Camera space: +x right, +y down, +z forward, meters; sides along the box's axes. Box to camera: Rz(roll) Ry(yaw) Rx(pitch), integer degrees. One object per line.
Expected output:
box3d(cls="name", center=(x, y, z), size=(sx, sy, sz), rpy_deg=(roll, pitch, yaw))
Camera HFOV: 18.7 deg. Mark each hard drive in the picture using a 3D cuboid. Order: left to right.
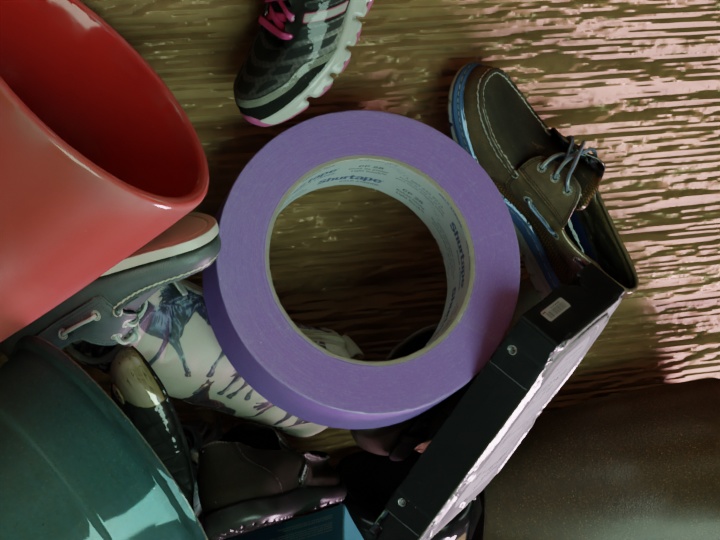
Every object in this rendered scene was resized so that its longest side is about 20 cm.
box3d(cls="hard drive", center=(0.092, 0.095, 1.464), size=(0.200, 0.038, 0.140), rpy_deg=(-55, 168, 26))

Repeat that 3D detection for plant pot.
box3d(cls="plant pot", center=(-0.218, -0.056, 1.290), size=(0.200, 0.201, 0.177), rpy_deg=(30, 116, -37))
box3d(cls="plant pot", center=(-0.222, 0.176, 1.323), size=(0.196, 0.200, 0.200), rpy_deg=(-37, 131, -20))
box3d(cls="plant pot", center=(0.175, 0.174, 1.647), size=(0.199, 0.187, 0.187), rpy_deg=(1, 121, -13))

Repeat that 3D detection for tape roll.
box3d(cls="tape roll", center=(0.000, 0.000, 1.426), size=(0.200, 0.066, 0.201), rpy_deg=(2, 78, -11))

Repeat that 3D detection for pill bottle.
box3d(cls="pill bottle", center=(0.016, 0.242, 1.637), size=(0.112, 0.112, 0.200), rpy_deg=(-5, 122, -24))

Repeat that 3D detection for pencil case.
box3d(cls="pencil case", center=(-0.096, 0.050, 1.479), size=(0.200, 0.078, 0.089), rpy_deg=(22, 123, -35))

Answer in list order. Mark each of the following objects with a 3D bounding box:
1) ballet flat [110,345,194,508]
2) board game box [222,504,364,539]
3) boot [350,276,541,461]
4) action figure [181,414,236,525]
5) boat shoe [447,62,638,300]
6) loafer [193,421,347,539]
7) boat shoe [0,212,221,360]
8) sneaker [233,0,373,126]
box3d(cls="ballet flat", center=(-0.141, 0.134, 1.431), size=(0.057, 0.066, 0.200), rpy_deg=(-18, 129, -17))
box3d(cls="board game box", center=(-0.042, 0.264, 1.544), size=(0.151, 0.047, 0.200), rpy_deg=(-18, 127, 14))
box3d(cls="boot", center=(0.077, 0.058, 1.534), size=(0.200, 0.070, 0.146), rpy_deg=(-46, 160, 4))
box3d(cls="action figure", center=(-0.159, 0.156, 1.524), size=(0.200, 0.069, 0.130), rpy_deg=(6, 110, -33))
box3d(cls="boat shoe", center=(0.131, -0.061, 1.495), size=(0.200, 0.072, 0.072), rpy_deg=(57, 47, -25))
box3d(cls="loafer", center=(-0.061, 0.135, 1.496), size=(0.073, 0.200, 0.072), rpy_deg=(-17, 86, 10))
box3d(cls="boat shoe", center=(-0.158, 0.016, 1.376), size=(0.200, 0.073, 0.062), rpy_deg=(-18, 105, 33))
box3d(cls="sneaker", center=(-0.035, -0.187, 1.362), size=(0.087, 0.074, 0.200), rpy_deg=(24, 102, -36))
